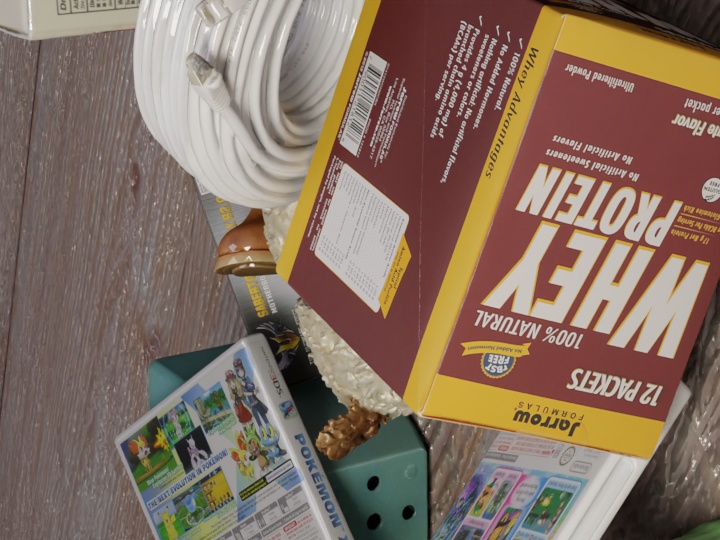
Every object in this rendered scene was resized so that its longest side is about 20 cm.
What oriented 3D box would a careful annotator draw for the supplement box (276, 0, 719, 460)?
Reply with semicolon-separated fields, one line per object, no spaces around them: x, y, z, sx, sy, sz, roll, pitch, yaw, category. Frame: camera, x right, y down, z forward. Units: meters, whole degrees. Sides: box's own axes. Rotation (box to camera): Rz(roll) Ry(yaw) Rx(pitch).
0.078;-0.043;1.068;0.200;0.132;0.199;42;116;60;supplement box

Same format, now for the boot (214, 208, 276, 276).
-0.042;-0.081;1.409;0.076;0.200;0.157;-2;99;33;boot

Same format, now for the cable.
-0.035;-0.130;1.132;0.069;0.200;0.201;25;150;26;cable

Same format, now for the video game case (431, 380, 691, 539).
0.087;0.133;1.149;0.183;0.024;0.200;-57;10;-9;video game case

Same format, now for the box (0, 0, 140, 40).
-0.114;-0.208;1.236;0.109;0.198;0.129;-157;62;-65;box

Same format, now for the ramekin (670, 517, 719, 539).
0.162;0.229;1.066;0.200;0.097;0.202;173;90;-69;ramekin

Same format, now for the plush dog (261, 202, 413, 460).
0.000;0.000;1.276;0.173;0.160;0.200;59;161;-6;plush dog

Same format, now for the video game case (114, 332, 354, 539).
-0.084;0.162;1.466;0.200;0.022;0.183;-37;73;50;video game case

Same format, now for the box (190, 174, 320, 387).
-0.076;-0.037;1.533;0.159;0.048;0.201;-102;-6;-69;box

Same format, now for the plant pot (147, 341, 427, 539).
-0.042;0.146;1.530;0.200;0.140;0.143;27;122;54;plant pot
